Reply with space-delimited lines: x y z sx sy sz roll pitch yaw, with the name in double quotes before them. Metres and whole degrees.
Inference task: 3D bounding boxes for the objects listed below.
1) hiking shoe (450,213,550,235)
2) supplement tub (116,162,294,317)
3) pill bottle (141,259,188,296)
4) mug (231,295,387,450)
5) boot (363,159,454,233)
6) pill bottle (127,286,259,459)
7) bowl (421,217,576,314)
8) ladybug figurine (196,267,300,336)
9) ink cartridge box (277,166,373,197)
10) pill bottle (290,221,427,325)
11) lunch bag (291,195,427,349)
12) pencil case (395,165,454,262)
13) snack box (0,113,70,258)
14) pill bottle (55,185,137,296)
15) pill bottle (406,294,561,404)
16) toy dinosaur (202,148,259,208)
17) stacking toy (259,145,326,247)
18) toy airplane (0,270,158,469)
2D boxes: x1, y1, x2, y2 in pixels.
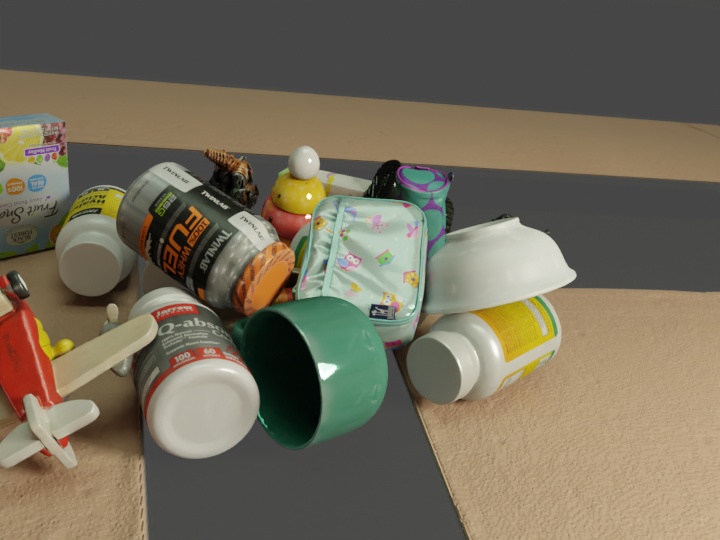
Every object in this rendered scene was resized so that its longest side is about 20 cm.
"hiking shoe" 0.226 -0.057 1.332 0.199 0.101 0.076 14 25 16
"supplement tub" -0.186 -0.035 0.938 0.200 0.123 0.122 32 31 17
"pill bottle" -0.242 -0.019 1.106 0.113 0.113 0.200 6 24 -1
"mug" -0.051 0.092 0.844 0.114 0.152 0.185 -11 59 -39
"boot" 0.064 -0.063 1.295 0.158 0.211 0.079 35 -8 -38
"pill bottle" -0.193 0.103 0.845 0.116 0.116 0.200 -5 27 -25
"bowl" 0.163 -0.013 0.976 0.200 0.091 0.201 -14 5 1
"ladybug figurine" -0.120 0.054 1.009 0.199 0.072 0.136 2 40 -14
"ink cartridge box" -0.045 -0.105 1.344 0.199 0.117 0.067 13 24 14
"pill bottle" 0.002 0.008 1.094 0.200 0.113 0.113 21 27 29
"lunch bag" 0.000 0.000 0.965 0.160 0.077 0.200 8 54 2
"pencil case" 0.094 -0.060 1.183 0.085 0.200 0.092 8 34 12
"snack box" -0.527 -0.124 1.155 0.068 0.201 0.168 26 31 36
"pill bottle" -0.379 -0.042 1.123 0.111 0.112 0.200 1 25 -12
"pill bottle" 0.153 0.095 0.961 0.113 0.113 0.200 27 31 37
"toy dinosaur" -0.240 -0.154 1.369 0.102 0.136 0.200 6 -23 37
"stacking toy" -0.101 -0.110 1.224 0.146 0.200 0.146 8 37 -6
"toy airplane" -0.324 0.114 0.777 0.199 0.141 0.200 12 64 6
